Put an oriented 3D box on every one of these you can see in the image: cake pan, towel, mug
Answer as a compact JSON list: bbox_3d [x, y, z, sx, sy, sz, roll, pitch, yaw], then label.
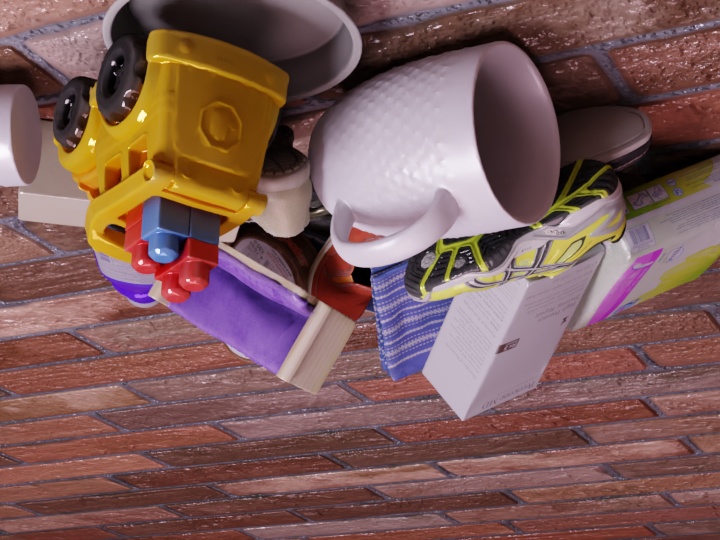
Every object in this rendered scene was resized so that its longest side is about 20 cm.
[{"bbox_3d":[-0.098,-0.189,1.247,0.200,0.037,0.200,2,158,1],"label":"cake pan"},{"bbox_3d":[0.083,0.034,1.539,0.144,0.024,0.200,-18,149,-5],"label":"towel"},{"bbox_3d":[0.044,-0.080,1.301,0.175,0.200,0.148,-8,131,34],"label":"mug"}]

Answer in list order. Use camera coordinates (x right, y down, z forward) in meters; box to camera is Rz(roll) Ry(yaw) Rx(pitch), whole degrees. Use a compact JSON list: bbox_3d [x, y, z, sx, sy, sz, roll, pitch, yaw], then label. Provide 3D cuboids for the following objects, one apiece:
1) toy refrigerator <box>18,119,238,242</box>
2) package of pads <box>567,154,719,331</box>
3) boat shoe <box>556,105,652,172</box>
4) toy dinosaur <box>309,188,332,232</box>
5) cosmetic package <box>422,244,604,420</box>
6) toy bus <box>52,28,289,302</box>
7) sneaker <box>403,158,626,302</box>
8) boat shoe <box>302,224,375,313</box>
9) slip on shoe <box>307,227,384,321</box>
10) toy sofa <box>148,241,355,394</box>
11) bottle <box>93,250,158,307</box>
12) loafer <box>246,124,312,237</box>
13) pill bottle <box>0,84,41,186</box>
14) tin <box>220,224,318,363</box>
[{"bbox_3d":[-0.208,-0.080,1.478,0.199,0.076,0.070,5,158,-10],"label":"toy refrigerator"},{"bbox_3d":[0.274,-0.025,1.514,0.154,0.068,0.200,-22,164,-17],"label":"package of pads"},{"bbox_3d":[0.159,-0.083,1.396,0.200,0.074,0.060,-20,129,12],"label":"boat shoe"},{"bbox_3d":[-0.035,-0.060,1.559,0.199,0.048,0.088,7,164,-3],"label":"toy dinosaur"},{"bbox_3d":[0.138,0.040,1.488,0.101,0.074,0.200,-21,146,-32],"label":"cosmetic package"},{"bbox_3d":[-0.156,-0.065,1.258,0.135,0.193,0.200,15,156,-33],"label":"toy bus"},{"bbox_3d":[0.132,-0.015,1.351,0.200,0.076,0.076,-24,130,12],"label":"sneaker"},{"bbox_3d":[0.004,-0.004,1.633,0.200,0.072,0.072,24,132,13],"label":"boat shoe"},{"bbox_3d":[0.000,0.000,1.523,0.074,0.061,0.200,-5,147,-25],"label":"slip on shoe"},{"bbox_3d":[-0.112,0.032,1.531,0.200,0.083,0.098,29,177,36],"label":"toy sofa"},{"bbox_3d":[-0.227,-0.018,1.644,0.083,0.065,0.200,8,158,2],"label":"bottle"},{"bbox_3d":[-0.084,-0.077,1.369,0.075,0.068,0.200,-6,-163,-8],"label":"loafer"},{"bbox_3d":[-0.377,-0.112,1.363,0.199,0.113,0.112,0,158,7],"label":"pill bottle"},{"bbox_3d":[-0.102,0.023,1.651,0.042,0.112,0.200,-26,168,-36],"label":"tin"}]
